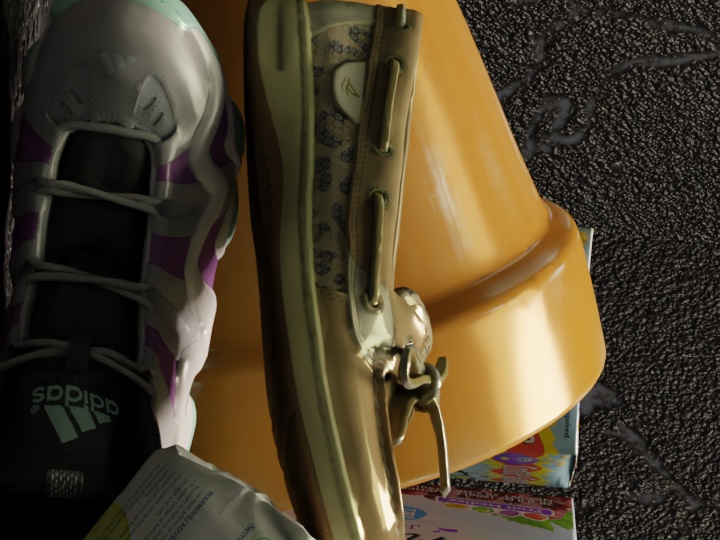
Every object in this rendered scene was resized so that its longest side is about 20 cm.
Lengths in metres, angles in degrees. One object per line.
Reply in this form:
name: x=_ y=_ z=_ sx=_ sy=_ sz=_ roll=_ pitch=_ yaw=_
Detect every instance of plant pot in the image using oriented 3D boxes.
plant pot: x=-0.021 y=-0.034 z=0.958 sx=0.200 sy=0.198 sz=0.185 roll=-75 pitch=154 yaw=-71

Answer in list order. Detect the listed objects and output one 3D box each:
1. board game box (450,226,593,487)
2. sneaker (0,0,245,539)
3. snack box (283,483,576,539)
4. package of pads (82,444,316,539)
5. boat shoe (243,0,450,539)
board game box: x=0.001 y=0.033 z=1.145 sx=0.103 sy=0.198 sz=0.106 roll=80 pitch=15 yaw=-77
sneaker: x=-0.081 y=0.021 z=0.777 sx=0.140 sy=0.077 sz=0.202 roll=-80 pitch=173 yaw=-66
snack box: x=-0.017 y=0.125 z=0.967 sx=0.169 sy=0.198 sz=0.068 roll=-60 pitch=154 yaw=-81
package of pads: x=-0.069 y=0.158 z=0.770 sx=0.155 sy=0.068 sz=0.200 roll=-52 pitch=162 yaw=-24
boat shoe: x=0.000 y=0.000 z=0.791 sx=0.073 sy=0.062 sz=0.202 roll=101 pitch=-15 yaw=-65
